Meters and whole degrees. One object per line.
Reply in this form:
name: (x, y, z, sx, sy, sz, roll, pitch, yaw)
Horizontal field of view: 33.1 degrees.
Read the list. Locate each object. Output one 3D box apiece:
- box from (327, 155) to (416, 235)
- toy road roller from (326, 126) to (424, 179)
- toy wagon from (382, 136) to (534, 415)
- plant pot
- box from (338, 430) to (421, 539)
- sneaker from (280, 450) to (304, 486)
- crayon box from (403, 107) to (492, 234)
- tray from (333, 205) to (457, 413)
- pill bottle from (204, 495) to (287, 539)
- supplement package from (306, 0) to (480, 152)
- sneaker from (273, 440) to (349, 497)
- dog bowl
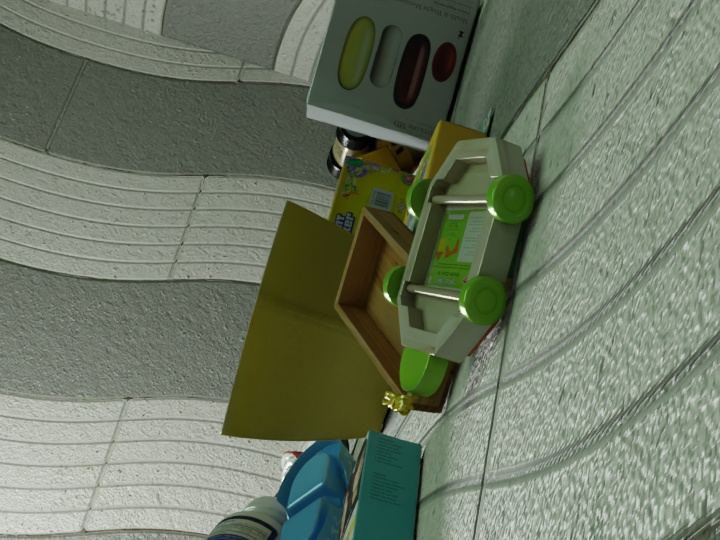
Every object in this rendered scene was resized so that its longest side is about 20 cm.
box: (0.000, 0.000, 1.579, 0.194, 0.120, 0.202, 108, 176, -51)
toy road roller: (0.047, -0.153, 1.804, 0.123, 0.144, 0.202, 113, 135, -63)
toy wagon: (0.063, 0.006, 0.865, 0.155, 0.039, 0.203, -171, 97, -70)
plant pot: (-0.038, 0.075, 1.370, 0.201, 0.174, 0.202, -80, 7, -55)
box: (0.008, 0.223, 0.942, 0.201, 0.048, 0.083, -79, 6, -57)
sneaker: (-0.100, 0.373, 2.031, 0.202, 0.076, 0.083, 96, -179, -46)
crayon box: (0.072, -0.050, 1.166, 0.126, 0.051, 0.202, 112, 174, -61)
tray: (0.034, 0.028, 1.023, 0.200, 0.037, 0.100, -130, 54, -61)
pill bottle: (-0.138, 0.354, 1.419, 0.200, 0.118, 0.121, -45, -24, -61)
supplement package: (0.040, -0.286, 1.647, 0.147, 0.188, 0.203, -161, 87, -88)
sneaker: (-0.075, 0.289, 1.589, 0.200, 0.069, 0.079, -51, -20, -48)
dog bowl: (-0.050, 0.279, 1.391, 0.111, 0.049, 0.201, -39, 22, 28)
